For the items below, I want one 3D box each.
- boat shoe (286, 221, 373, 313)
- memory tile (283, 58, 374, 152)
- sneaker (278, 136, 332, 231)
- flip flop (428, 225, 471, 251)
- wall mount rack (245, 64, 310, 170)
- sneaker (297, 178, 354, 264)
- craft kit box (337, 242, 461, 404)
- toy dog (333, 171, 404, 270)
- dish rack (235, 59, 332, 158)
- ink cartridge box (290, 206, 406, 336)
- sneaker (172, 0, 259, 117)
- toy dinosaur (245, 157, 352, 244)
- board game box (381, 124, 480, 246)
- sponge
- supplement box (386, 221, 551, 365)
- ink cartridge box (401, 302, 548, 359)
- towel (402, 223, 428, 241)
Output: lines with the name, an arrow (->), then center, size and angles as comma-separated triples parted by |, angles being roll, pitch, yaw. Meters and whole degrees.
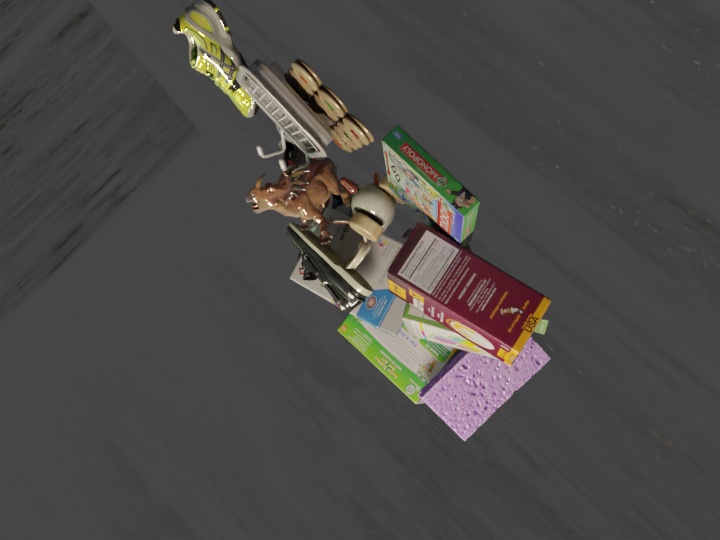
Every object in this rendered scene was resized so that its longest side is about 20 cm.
boat shoe -> -0.065, -0.003, 1.339 | 0.199, 0.066, 0.074 | 42, -168, 24
memory tile -> -0.052, -0.230, 1.177 | 0.153, 0.017, 0.200 | 46, 176, -10
sneaker -> -0.112, -0.158, 1.479 | 0.082, 0.077, 0.200 | 13, -131, -41
flip flop -> 0.143, 0.008, 1.212 | 0.081, 0.058, 0.200 | 19, 156, 40
wall mount rack -> -0.140, -0.264, 1.379 | 0.200, 0.074, 0.174 | 37, 139, 57
sneaker -> -0.065, -0.089, 1.515 | 0.078, 0.200, 0.086 | 16, 149, 25
craft kit box -> 0.090, 0.090, 1.416 | 0.200, 0.198, 0.049 | 42, -170, 24
toy dog -> 0.004, -0.097, 1.248 | 0.096, 0.132, 0.200 | 38, 154, 0
dish rack -> -0.108, -0.241, 1.211 | 0.172, 0.044, 0.200 | 45, 176, -13
ink cartridge box -> 0.000, 0.000, 1.396 | 0.200, 0.145, 0.085 | 28, 180, 30
sneaker -> -0.227, -0.327, 1.305 | 0.075, 0.076, 0.200 | 35, 157, 58
toy dinosaur -> -0.078, -0.133, 1.291 | 0.086, 0.200, 0.136 | 2, 130, 34
board game box -> 0.088, -0.097, 1.037 | 0.135, 0.029, 0.200 | 45, 176, 11
sponge -> 0.202, 0.173, 1.345 | 0.112, 0.200, 0.030 | 47, 177, -15
supplement box -> 0.140, 0.033, 1.096 | 0.200, 0.086, 0.110 | 31, 169, 12
ink cartridge box -> 0.167, 0.083, 1.206 | 0.200, 0.059, 0.104 | 15, 166, 13
towel -> 0.136, -0.019, 1.369 | 0.144, 0.023, 0.200 | 43, 177, -4
